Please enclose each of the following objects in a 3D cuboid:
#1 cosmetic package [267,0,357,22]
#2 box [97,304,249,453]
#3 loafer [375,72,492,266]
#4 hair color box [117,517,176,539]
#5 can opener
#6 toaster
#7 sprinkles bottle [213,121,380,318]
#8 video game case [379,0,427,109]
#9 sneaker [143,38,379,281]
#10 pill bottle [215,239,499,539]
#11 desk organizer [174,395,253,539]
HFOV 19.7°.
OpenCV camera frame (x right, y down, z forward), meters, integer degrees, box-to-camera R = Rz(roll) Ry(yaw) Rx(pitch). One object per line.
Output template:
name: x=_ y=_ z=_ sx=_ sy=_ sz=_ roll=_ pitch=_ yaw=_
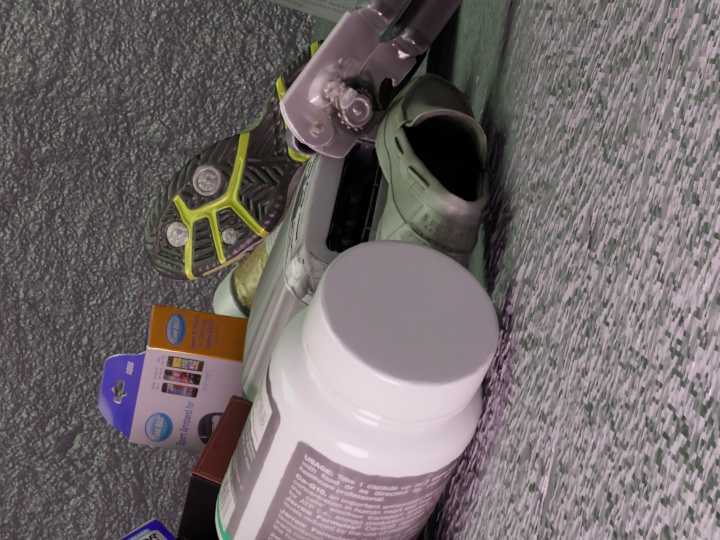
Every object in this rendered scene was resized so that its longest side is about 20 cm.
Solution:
cosmetic package: x=-0.009 y=-0.311 z=1.575 sx=0.200 sy=0.164 sz=0.166 roll=114 pitch=173 yaw=-64
box: x=-0.072 y=0.081 z=1.379 sx=0.119 sy=0.199 sz=0.042 roll=109 pitch=170 yaw=-52
loafer: x=0.047 y=-0.062 z=1.174 sx=0.070 sy=0.070 sz=0.200 roll=-58 pitch=16 yaw=29
hair color box: x=-0.086 y=0.251 z=1.250 sx=0.200 sy=0.065 sz=0.110 roll=35 pitch=146 yaw=42
can opener: x=0.018 y=-0.154 z=1.236 sx=0.200 sy=0.053 sz=0.067 roll=-54 pitch=20 yaw=-9
toaster: x=0.000 y=0.000 z=1.275 sx=0.129 sy=0.113 sz=0.200 roll=112 pitch=174 yaw=-47
sprinkles bottle: x=-0.026 y=-0.022 z=1.445 sx=0.200 sy=0.068 sz=0.068 roll=-47 pitch=26 yaw=37
video game case: x=0.013 y=-0.135 z=1.509 sx=0.200 sy=0.017 sz=0.143 roll=-58 pitch=-7 yaw=-33
sneaker: x=-0.057 y=-0.064 z=1.360 sx=0.200 sy=0.075 sz=0.076 roll=-42 pitch=-15 yaw=6
pill bottle: x=-0.002 y=0.084 z=1.091 sx=0.200 sy=0.113 sz=0.113 roll=113 pitch=167 yaw=-46
desk organizer: x=-0.078 y=0.171 z=1.183 sx=0.200 sy=0.077 sz=0.072 roll=-63 pitch=-8 yaw=-45
